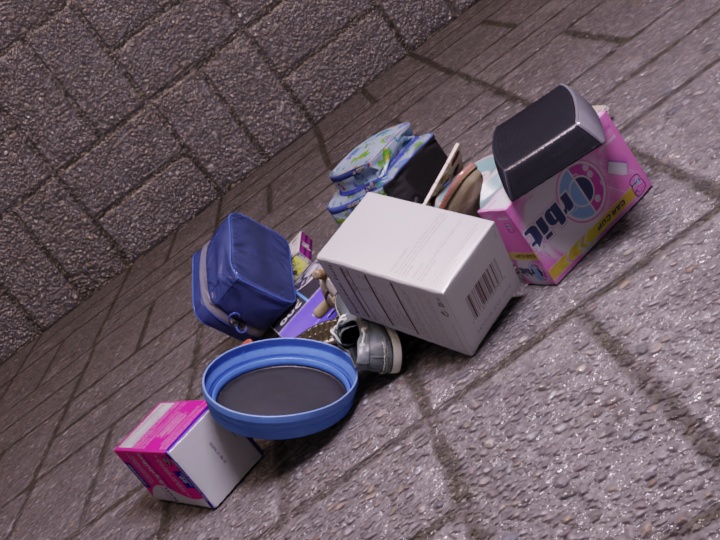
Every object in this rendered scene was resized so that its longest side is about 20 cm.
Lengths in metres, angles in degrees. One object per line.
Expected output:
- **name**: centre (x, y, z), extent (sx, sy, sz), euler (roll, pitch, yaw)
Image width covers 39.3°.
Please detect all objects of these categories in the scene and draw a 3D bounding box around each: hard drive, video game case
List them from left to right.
- **video game case**: centre (-0.154, 0.023, 1.825), extent (0.182, 0.036, 0.200), euler (-50, 9, 7)
- **hard drive**: centre (0.216, -0.159, 1.197), extent (0.134, 0.042, 0.200), euler (-33, 17, 17)

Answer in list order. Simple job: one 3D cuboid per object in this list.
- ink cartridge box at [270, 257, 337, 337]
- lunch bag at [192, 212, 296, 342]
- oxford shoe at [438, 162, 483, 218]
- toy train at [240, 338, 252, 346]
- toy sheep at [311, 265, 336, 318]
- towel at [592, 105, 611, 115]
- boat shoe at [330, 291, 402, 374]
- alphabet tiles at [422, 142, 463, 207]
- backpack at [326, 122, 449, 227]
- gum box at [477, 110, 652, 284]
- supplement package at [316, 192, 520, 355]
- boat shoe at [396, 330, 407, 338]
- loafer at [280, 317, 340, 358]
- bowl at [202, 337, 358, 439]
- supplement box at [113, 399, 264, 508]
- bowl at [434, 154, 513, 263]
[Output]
- **ink cartridge box**: centre (-0.064, 0.036, 1.639), extent (0.198, 0.043, 0.200), euler (-48, 18, -5)
- **lunch bag**: centre (-0.197, 0.024, 1.653), extent (0.132, 0.135, 0.201), euler (-45, 33, 27)
- **oxford shoe**: centre (0.138, -0.051, 1.258), extent (0.071, 0.074, 0.201), euler (-43, -25, -27)
- **toy train**: centre (-0.165, 0.158, 1.532), extent (0.150, 0.056, 0.200), euler (-46, 18, -20)
- **toy sheep**: centre (0.000, 0.000, 1.489), extent (0.200, 0.138, 0.138), euler (-38, 15, 17)
- **towel**: centre (0.287, -0.187, 1.559), extent (0.200, 0.035, 0.132), euler (-40, 17, -11)
- **boat shoe**: centre (-0.006, 0.073, 1.318), extent (0.061, 0.073, 0.200), euler (-5, 27, -19)
- **alphabet tiles**: centre (0.101, -0.064, 1.455), extent (0.201, 0.008, 0.167), euler (-60, -17, -13)
- **backpack**: centre (0.036, -0.147, 1.704), extent (0.199, 0.147, 0.183), euler (-26, 17, 45)
- **gum box**: centre (0.252, -0.091, 1.218), extent (0.200, 0.114, 0.066), euler (-43, 17, -17)
- **supplement package**: centre (0.069, 0.000, 1.213), extent (0.199, 0.118, 0.117), euler (17, 60, 40)
- **boat shoe**: centre (0.049, 0.050, 1.343), extent (0.068, 0.072, 0.200), euler (-41, 19, -20)
- **loafer**: centre (-0.074, 0.127, 1.416), extent (0.199, 0.068, 0.076), euler (-21, 21, 1)
- **bowl**: centre (-0.100, 0.148, 1.281), extent (0.199, 0.040, 0.201), euler (-1, 24, 0)
- **supplement box**: centre (-0.236, 0.245, 1.367), extent (0.103, 0.101, 0.200), euler (-46, 17, -29)
- **bowl**: centre (0.178, -0.086, 1.384), extent (0.200, 0.105, 0.201), euler (-35, 15, 11)
